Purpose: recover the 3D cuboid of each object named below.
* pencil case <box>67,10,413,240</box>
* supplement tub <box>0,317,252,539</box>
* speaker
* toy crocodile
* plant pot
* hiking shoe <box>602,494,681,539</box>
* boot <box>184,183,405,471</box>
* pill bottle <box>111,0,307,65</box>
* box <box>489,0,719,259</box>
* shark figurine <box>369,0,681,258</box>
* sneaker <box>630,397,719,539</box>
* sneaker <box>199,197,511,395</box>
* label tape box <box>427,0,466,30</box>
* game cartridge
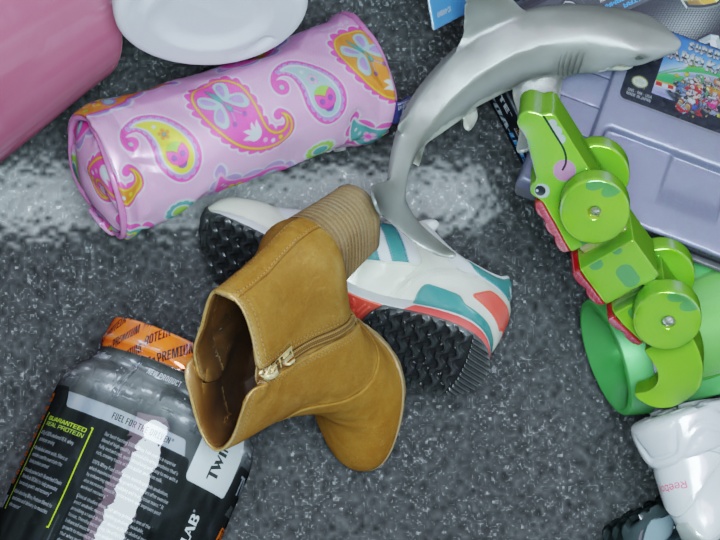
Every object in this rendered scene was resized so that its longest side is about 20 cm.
[{"bbox_3d":[-0.073,-0.085,1.046,0.199,0.087,0.088,-22,83,-24],"label":"pencil case"},{"bbox_3d":[-0.138,0.137,0.993,0.122,0.123,0.202,24,78,-3],"label":"supplement tub"},{"bbox_3d":[0.239,0.022,1.083,0.198,0.088,0.089,-19,83,-10],"label":"speaker"},{"bbox_3d":[0.139,-0.012,0.982,0.061,0.068,0.201,-28,113,19],"label":"toy crocodile"},{"bbox_3d":[-0.243,-0.136,1.005,0.178,0.200,0.201,-30,85,-27],"label":"plant pot"},{"bbox_3d":[0.138,0.207,1.041,0.199,0.074,0.087,-28,84,-11],"label":"hiking shoe"},{"bbox_3d":[-0.040,0.063,0.976,0.070,0.203,0.144,18,39,28],"label":"boot"},{"bbox_3d":[-0.092,-0.231,1.014,0.111,0.112,0.202,-3,65,-8],"label":"pill bottle"},{"bbox_3d":[0.185,-0.122,1.120,0.198,0.046,0.160,-25,83,-11],"label":"box"},{"bbox_3d":[0.063,-0.114,1.013,0.214,0.090,0.128,-38,53,-14],"label":"shark figurine"},{"bbox_3d":[0.245,0.122,1.052,0.198,0.078,0.101,-5,80,-33],"label":"sneaker"},{"bbox_3d":[0.001,0.000,1.073,0.198,0.071,0.094,23,42,12],"label":"sneaker"},{"bbox_3d":[0.022,-0.251,1.065,0.065,0.143,0.202,-7,105,28],"label":"label tape box"},{"bbox_3d":[0.205,-0.071,1.054,0.198,0.038,0.131,20,74,4],"label":"game cartridge"}]
